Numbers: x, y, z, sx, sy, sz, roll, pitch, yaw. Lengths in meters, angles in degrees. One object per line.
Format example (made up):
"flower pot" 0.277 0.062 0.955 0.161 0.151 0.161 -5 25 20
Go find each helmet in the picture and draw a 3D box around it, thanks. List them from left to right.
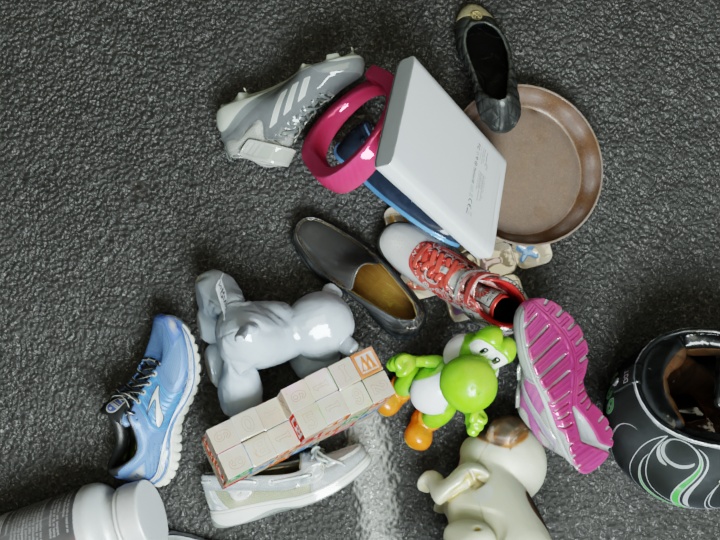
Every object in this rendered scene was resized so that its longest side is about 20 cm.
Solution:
"helmet" 0.376 0.174 0.934 0.198 0.191 0.201 -5 53 7

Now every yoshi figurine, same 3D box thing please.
"yoshi figurine" 0.091 0.133 0.915 0.112 0.200 0.113 9 55 -30

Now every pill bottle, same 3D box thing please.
"pill bottle" -0.322 0.304 0.921 0.198 0.111 0.112 -20 87 4

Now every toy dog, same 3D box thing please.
"toy dog" 0.153 0.260 0.929 0.193 0.201 0.140 -19 127 31

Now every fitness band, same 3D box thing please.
"fitness band" -0.006 -0.162 0.941 0.037 0.200 0.144 38 98 -26

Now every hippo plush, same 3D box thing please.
"hippo plush" -0.094 0.057 0.947 0.159 0.201 0.160 -12 54 -22

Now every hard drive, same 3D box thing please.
"hard drive" 0.093 -0.116 0.895 0.027 0.200 0.133 -7 60 38

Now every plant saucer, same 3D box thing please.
"plant saucer" 0.199 -0.127 1.016 0.198 0.034 0.202 1 83 -8

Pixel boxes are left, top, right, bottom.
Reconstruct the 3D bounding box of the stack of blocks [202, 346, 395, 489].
"stack of blocks" -0.071 0.165 0.917 0.199 0.115 0.059 -23 75 -21

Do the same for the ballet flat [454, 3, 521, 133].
"ballet flat" 0.157 -0.253 0.993 0.066 0.057 0.201 -9 58 -2

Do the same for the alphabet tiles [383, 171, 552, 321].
"alphabet tiles" 0.134 -0.044 1.026 0.194 0.015 0.202 -15 87 -3

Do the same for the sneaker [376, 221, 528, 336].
"sneaker" 0.110 0.004 0.960 0.201 0.108 0.067 37 85 0

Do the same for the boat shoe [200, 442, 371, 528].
"boat shoe" -0.086 0.240 0.968 0.200 0.074 0.065 -18 91 3

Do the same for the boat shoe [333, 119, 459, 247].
"boat shoe" 0.052 -0.108 0.969 0.200 0.084 0.069 41 100 16

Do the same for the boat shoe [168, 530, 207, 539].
"boat shoe" -0.190 0.352 0.946 0.200 0.086 0.075 11 84 0

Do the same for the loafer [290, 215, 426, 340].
"loafer" 0.000 0.000 0.982 0.199 0.072 0.073 37 79 6

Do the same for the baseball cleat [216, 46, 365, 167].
"baseball cleat" -0.076 -0.184 0.986 0.198 0.070 0.107 -18 84 21

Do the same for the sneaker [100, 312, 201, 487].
"sneaker" -0.244 0.147 0.948 0.089 0.078 0.202 14 83 -42

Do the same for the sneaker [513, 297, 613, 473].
"sneaker" 0.204 0.126 0.918 0.081 0.088 0.202 -23 101 -28
